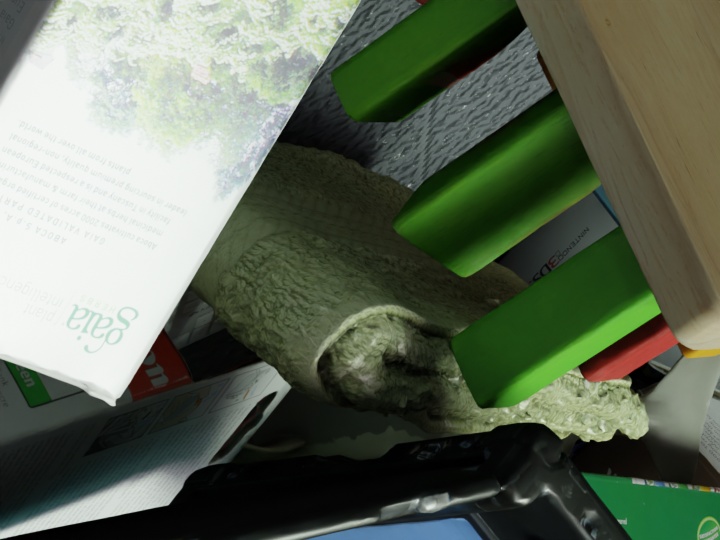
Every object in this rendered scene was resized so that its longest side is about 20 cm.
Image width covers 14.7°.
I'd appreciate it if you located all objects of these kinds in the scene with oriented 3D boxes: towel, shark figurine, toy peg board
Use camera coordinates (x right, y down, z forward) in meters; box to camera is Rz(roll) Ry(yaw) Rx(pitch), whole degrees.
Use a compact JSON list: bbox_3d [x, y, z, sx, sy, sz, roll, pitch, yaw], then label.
[{"bbox_3d":[0.000,0.000,0.878,0.200,0.148,0.037,12,113,-56],"label":"towel"},{"bbox_3d":[0.028,0.036,1.036,0.213,0.090,0.128,-6,164,18],"label":"shark figurine"},{"bbox_3d":[0.080,-0.054,0.847,0.098,0.201,0.199,-33,162,31],"label":"toy peg board"}]

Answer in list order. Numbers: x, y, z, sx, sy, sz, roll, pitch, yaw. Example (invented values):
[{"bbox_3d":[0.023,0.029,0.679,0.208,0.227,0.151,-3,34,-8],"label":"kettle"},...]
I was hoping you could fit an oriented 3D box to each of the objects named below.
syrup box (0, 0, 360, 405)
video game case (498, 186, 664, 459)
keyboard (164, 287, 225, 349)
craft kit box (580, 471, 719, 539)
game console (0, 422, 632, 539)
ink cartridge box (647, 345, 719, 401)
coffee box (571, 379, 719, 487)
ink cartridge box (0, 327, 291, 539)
[{"bbox_3d":[-0.053,-0.078,0.659,0.079,0.081,0.201,23,103,-42],"label":"syrup box"},{"bbox_3d":[0.099,0.038,1.211,0.181,0.046,0.200,-50,153,24],"label":"video game case"},{"bbox_3d":[-0.094,0.029,0.966,0.199,0.011,0.056,-25,153,-26],"label":"keyboard"},{"bbox_3d":[0.037,0.107,1.036,0.197,0.049,0.200,-12,167,32],"label":"craft kit box"},{"bbox_3d":[-0.015,0.112,0.834,0.116,0.176,0.200,-47,-161,-28],"label":"game console"},{"bbox_3d":[0.218,-0.019,1.158,0.199,0.083,0.146,-3,112,-53],"label":"ink cartridge box"},{"bbox_3d":[0.151,0.096,1.201,0.114,0.080,0.200,-49,164,26],"label":"coffee box"},{"bbox_3d":[-0.112,0.053,0.906,0.199,0.050,0.109,-17,156,-42],"label":"ink cartridge box"}]
